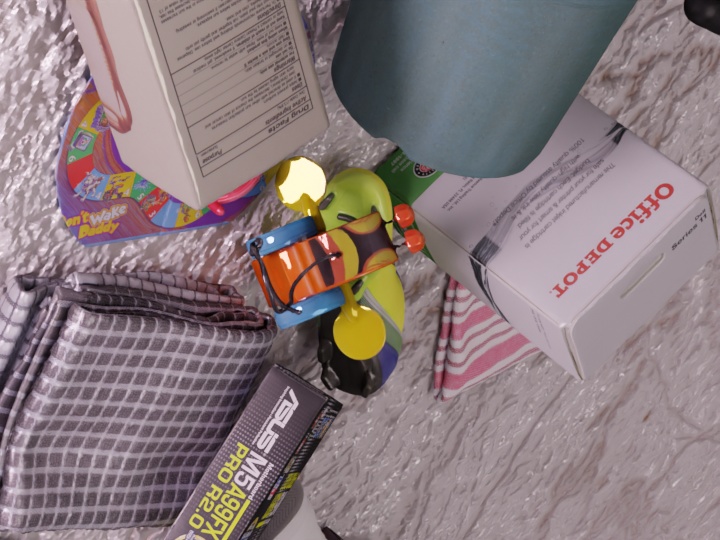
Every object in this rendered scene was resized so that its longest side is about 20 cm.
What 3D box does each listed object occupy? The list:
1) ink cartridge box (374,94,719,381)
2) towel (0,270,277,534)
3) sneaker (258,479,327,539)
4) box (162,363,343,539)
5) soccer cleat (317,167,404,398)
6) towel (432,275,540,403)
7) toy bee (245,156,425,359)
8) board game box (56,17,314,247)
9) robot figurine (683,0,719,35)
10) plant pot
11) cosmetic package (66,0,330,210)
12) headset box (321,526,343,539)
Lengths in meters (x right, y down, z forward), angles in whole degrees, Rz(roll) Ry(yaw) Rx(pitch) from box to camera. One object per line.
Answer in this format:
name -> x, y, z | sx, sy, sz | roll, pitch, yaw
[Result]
ink cartridge box -> 0.130, -0.041, 1.433 | 0.147, 0.200, 0.083 | -42, 146, -10
towel -> -0.160, 0.086, 1.326 | 0.200, 0.086, 0.166 | 5, 118, -51
sneaker -> -0.101, 0.259, 1.573 | 0.200, 0.074, 0.116 | -42, 143, -13
box -> -0.076, 0.146, 1.422 | 0.161, 0.044, 0.200 | -58, 175, -4
soccer cleat -> -0.001, 0.000, 1.466 | 0.084, 0.064, 0.201 | -59, 156, -46
towel -> 0.127, 0.011, 1.635 | 0.146, 0.030, 0.201 | -24, 139, -32
toy bee -> -0.012, -0.002, 1.321 | 0.108, 0.200, 0.131 | -21, 112, -4
board game box -> -0.096, -0.078, 1.278 | 0.199, 0.039, 0.159 | -10, 130, -43
robot figurine -> 0.266, -0.257, 1.454 | 0.125, 0.151, 0.200 | -40, 153, 27
plant pot -> 0.082, -0.177, 1.271 | 0.200, 0.200, 0.197 | -15, 141, -41
cosmetic package -> -0.099, -0.149, 1.129 | 0.103, 0.087, 0.201 | -33, 130, -25
headset box -> -0.049, 0.315, 1.686 | 0.200, 0.075, 0.149 | -39, 145, -15
